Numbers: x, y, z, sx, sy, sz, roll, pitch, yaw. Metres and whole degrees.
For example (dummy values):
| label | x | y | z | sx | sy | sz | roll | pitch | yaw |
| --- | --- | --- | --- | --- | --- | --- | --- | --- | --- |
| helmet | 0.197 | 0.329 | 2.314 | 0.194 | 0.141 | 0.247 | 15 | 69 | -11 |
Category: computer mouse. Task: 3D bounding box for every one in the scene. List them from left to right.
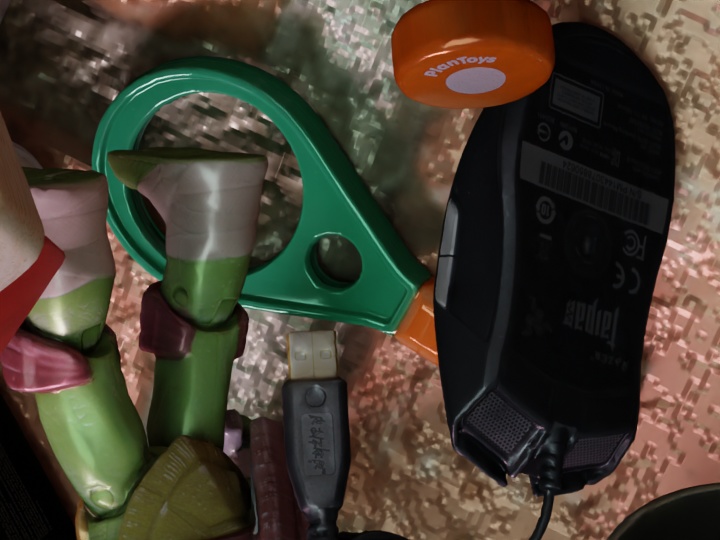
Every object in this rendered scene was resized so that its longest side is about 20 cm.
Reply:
| label | x | y | z | sx | sy | sz | roll | pitch | yaw |
| --- | --- | --- | --- | --- | --- | --- | --- | --- | --- |
| computer mouse | 0.028 | 0.019 | 0.715 | 0.046 | 0.140 | 0.201 | -8 | 74 | 51 |

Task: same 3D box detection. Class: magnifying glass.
| label | x | y | z | sx | sy | sz | roll | pitch | yaw |
| --- | --- | --- | --- | --- | --- | --- | --- | --- | --- |
| magnifying glass | 0.000 | 0.000 | 0.799 | 0.200 | 0.022 | 0.080 | 33 | 115 | 8 |

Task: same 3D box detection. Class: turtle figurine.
| label | x | y | z | sx | sy | sz | roll | pitch | yaw |
| --- | --- | --- | --- | --- | --- | --- | --- | --- | --- |
| turtle figurine | -0.088 | 0.062 | 0.742 | 0.143 | 0.200 | 0.195 | -3 | 99 | -13 |

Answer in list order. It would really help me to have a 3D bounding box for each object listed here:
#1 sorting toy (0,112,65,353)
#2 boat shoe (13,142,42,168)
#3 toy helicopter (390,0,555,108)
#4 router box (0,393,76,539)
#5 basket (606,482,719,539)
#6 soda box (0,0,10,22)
| label | x | y | z | sx | sy | sz | roll | pitch | yaw |
| --- | --- | --- | --- | --- | --- | --- | --- | --- | --- |
| sorting toy | -0.170 | 0.003 | 0.647 | 0.198 | 0.200 | 0.070 | -37 | 132 | 9 |
| boat shoe | -0.161 | 0.019 | 0.755 | 0.086 | 0.202 | 0.075 | -6 | 115 | 53 |
| toy helicopter | 0.067 | -0.118 | 0.635 | 0.199 | 0.132 | 0.079 | -15 | 67 | 26 |
| router box | -0.199 | 0.066 | 0.868 | 0.149 | 0.051 | 0.201 | -24 | 99 | 26 |
| basket | 0.109 | 0.181 | 0.692 | 0.180 | 0.136 | 0.200 | 33 | 136 | 6 |
| soda box | -0.122 | -0.156 | 0.763 | 0.068 | 0.064 | 0.201 | 32 | 114 | 6 |
